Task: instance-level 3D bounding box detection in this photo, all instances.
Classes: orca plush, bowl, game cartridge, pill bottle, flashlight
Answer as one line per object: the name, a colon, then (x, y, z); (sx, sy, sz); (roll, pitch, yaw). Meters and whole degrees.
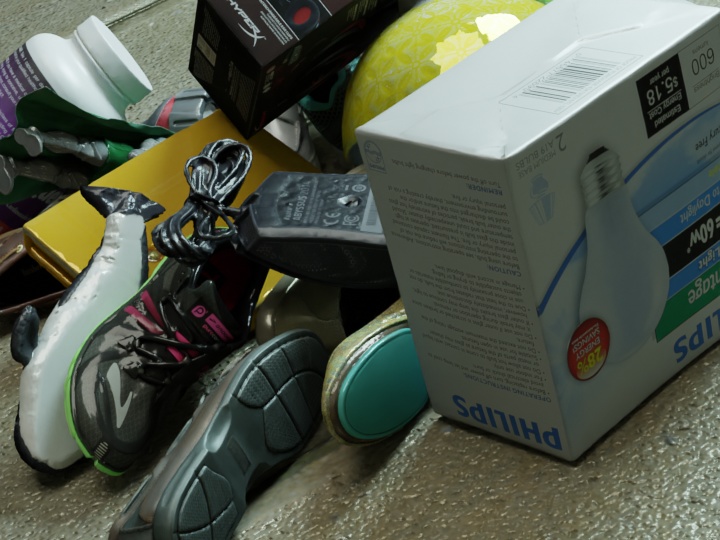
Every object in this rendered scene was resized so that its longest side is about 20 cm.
orca plush: (-0.194, 0.042, 1.350); (0.105, 0.202, 0.071); (12, -18, -31)
bowl: (0.074, -0.150, 1.450); (0.198, 0.109, 0.200); (-11, -10, -2)
game cartridge: (-0.111, -0.025, 1.449); (0.199, 0.033, 0.176); (-33, 55, -31)
pill bottle: (-0.267, -0.111, 1.627); (0.200, 0.113, 0.113); (-39, 27, 5)
flashlight: (-0.203, -0.113, 1.700); (0.199, 0.068, 0.068); (-2, 29, 27)

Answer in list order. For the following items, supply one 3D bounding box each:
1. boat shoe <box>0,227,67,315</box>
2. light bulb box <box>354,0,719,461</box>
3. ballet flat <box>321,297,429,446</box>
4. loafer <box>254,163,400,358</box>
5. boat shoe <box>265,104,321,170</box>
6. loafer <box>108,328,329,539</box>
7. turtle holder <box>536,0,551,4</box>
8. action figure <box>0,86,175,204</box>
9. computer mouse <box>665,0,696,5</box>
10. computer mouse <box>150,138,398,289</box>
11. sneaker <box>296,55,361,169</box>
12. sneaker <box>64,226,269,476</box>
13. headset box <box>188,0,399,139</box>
boat shoe: (-0.200, -0.019, 1.520); (0.199, 0.071, 0.070); (-27, 20, 0)
light bulb box: (0.125, -0.031, 1.197); (0.198, 0.201, 0.124); (-35, 33, -31)
ballet flat: (0.024, 0.050, 1.258); (0.070, 0.071, 0.200); (6, 30, 39)
loafer: (0.000, 0.000, 1.364); (0.068, 0.076, 0.201); (1, 42, 30)
boat shoe: (-0.072, -0.119, 1.629); (0.071, 0.069, 0.200); (-13, 27, 9)
loafer: (-0.086, 0.103, 1.224); (0.063, 0.072, 0.200); (-7, 30, 33)
turtle holder: (0.064, -0.225, 1.610); (0.140, 0.187, 0.131); (2, 25, 43)
action figure: (-0.197, -0.082, 1.574); (0.199, 0.055, 0.118); (2, -41, -51)
computer mouse: (0.250, -0.154, 1.398); (0.199, 0.044, 0.110); (20, 24, 13)
computer mouse: (-0.023, -0.026, 1.298); (0.198, 0.053, 0.139); (5, 33, 11)
sneaker: (-0.035, -0.174, 1.598); (0.077, 0.091, 0.201); (-38, 54, 11)
sneaker: (-0.122, 0.042, 1.302); (0.084, 0.077, 0.201); (-21, 33, 54)
headset box: (-0.023, -0.202, 1.462); (0.200, 0.075, 0.149); (-38, -8, -17)
